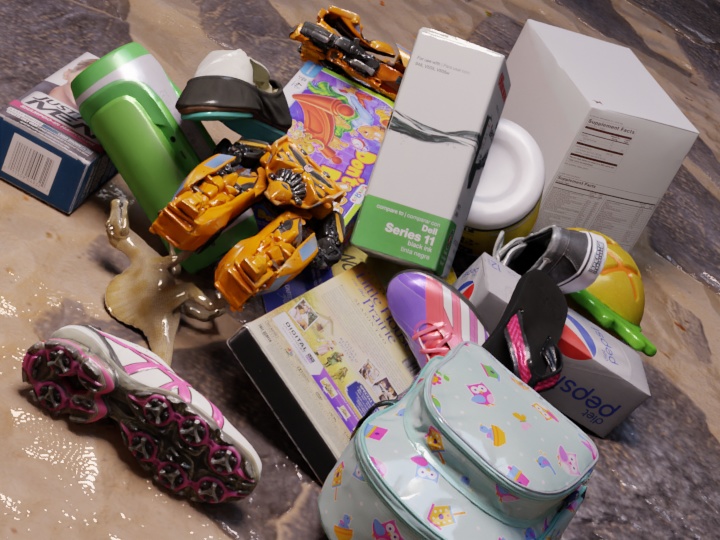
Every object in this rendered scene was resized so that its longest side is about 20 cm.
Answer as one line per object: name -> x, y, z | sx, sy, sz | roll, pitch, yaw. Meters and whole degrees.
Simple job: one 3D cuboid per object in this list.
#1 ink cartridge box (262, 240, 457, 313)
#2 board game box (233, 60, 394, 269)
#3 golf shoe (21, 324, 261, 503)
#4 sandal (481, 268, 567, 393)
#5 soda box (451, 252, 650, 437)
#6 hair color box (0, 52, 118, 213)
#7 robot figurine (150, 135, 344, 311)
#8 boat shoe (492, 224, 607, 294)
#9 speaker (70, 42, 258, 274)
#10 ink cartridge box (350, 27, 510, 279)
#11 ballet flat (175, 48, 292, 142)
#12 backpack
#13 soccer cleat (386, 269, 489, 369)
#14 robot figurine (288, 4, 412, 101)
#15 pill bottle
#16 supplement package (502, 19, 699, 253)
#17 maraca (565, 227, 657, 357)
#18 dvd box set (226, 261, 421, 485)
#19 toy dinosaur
ink cartridge box -> 0.000, 0.000, 1.577 | 0.200, 0.047, 0.198 | 17, 31, -22
board game box -> -0.040, -0.105, 1.582 | 0.134, 0.045, 0.200 | 27, 47, 9
golf shoe -> -0.151, 0.099, 1.252 | 0.200, 0.073, 0.092 | 33, 27, 12
sandal -> 0.143, 0.067, 1.409 | 0.075, 0.045, 0.200 | 45, 44, -20
soda box -> 0.169, 0.069, 1.524 | 0.200, 0.068, 0.063 | 33, 28, -22
hair color box -> -0.265, -0.133, 1.559 | 0.100, 0.061, 0.200 | 29, 27, 3
robot figurine -> -0.083, -0.048, 1.394 | 0.145, 0.058, 0.200 | 44, 35, 1
boat shoe -> 0.153, 0.001, 1.572 | 0.068, 0.074, 0.199 | 20, -16, -18
speaker -> -0.173, -0.099, 1.476 | 0.200, 0.088, 0.088 | 58, 31, -2
ink cartridge box -> 0.066, -0.101, 1.493 | 0.083, 0.200, 0.147 | 18, -1, 8
ballet flat -> -0.114, -0.156, 1.464 | 0.068, 0.069, 0.200 | -1, -2, 14
backpack -> 0.071, 0.162, 1.254 | 0.176, 0.153, 0.200 | 42, 39, 8
soccer cleat -> 0.084, 0.089, 1.416 | 0.200, 0.068, 0.073 | 56, 32, -4
robot figurine -> 0.022, -0.200, 1.665 | 0.200, 0.058, 0.145 | 30, -6, -2
pill bottle -> 0.125, -0.076, 1.663 | 0.112, 0.112, 0.200 | 31, -8, 9
supplement package -> 0.231, -0.131, 1.826 | 0.147, 0.200, 0.191 | 11, 32, -27
maraca -> 0.229, 0.024, 1.646 | 0.137, 0.107, 0.200 | 32, 12, -20
dvd box set -> -0.012, 0.082, 1.389 | 0.146, 0.029, 0.200 | 55, 33, 3
toy dinosaur -> -0.162, 0.028, 1.394 | 0.101, 0.058, 0.200 | -9, 55, -16
